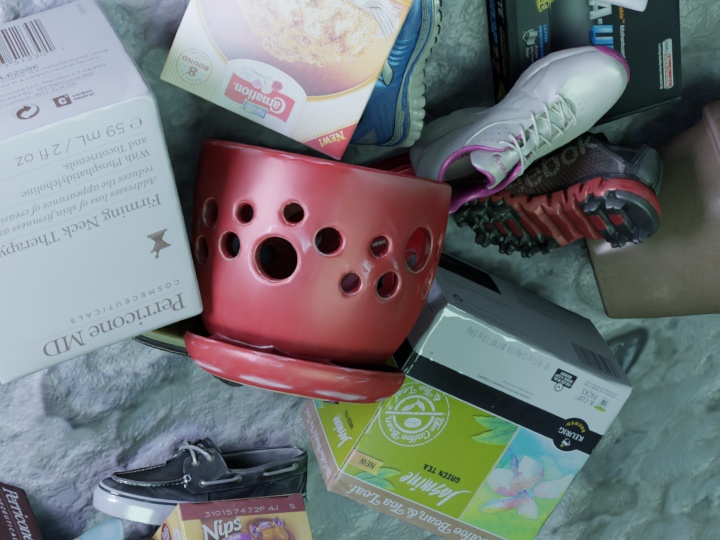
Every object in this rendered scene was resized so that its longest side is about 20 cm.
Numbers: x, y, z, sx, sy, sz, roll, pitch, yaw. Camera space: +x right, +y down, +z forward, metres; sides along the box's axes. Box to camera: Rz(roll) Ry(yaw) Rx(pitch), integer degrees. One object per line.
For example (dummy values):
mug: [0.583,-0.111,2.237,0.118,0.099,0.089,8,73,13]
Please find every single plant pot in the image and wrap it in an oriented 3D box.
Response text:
plant pot: [-0.042,0.001,1.624,0.199,0.200,0.184,11,91,-31]
plant pot: [0.281,-0.036,1.817,0.173,0.201,0.201,-16,128,5]

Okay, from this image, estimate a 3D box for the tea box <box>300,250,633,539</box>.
tea box: [0.087,0.113,1.793,0.199,0.134,0.198,23,110,-23]

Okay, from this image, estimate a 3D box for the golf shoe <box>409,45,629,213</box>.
golf shoe: [0.132,-0.108,1.690,0.199,0.092,0.075,-30,118,19]

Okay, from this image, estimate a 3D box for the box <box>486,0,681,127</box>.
box: [0.184,-0.214,1.729,0.158,0.046,0.201,-17,126,-14]

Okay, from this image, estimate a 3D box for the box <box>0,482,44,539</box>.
box: [-0.374,0.253,1.690,0.199,0.166,0.165,26,106,-36]

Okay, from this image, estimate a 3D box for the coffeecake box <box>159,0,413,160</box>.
coffeecake box: [-0.041,-0.209,1.570,0.153,0.073,0.201,23,111,-4]

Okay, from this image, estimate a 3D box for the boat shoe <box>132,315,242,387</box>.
boat shoe: [-0.103,0.066,1.750,0.198,0.073,0.065,11,127,-15]

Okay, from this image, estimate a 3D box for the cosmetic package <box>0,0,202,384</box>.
cosmetic package: [-0.232,-0.062,1.554,0.166,0.167,0.201,-20,128,-13]

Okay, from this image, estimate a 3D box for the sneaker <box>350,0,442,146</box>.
sneaker: [0.008,-0.181,1.647,0.088,0.079,0.201,-10,124,-22]

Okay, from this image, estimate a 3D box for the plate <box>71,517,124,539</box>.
plate: [-0.262,0.290,1.757,0.025,0.200,0.201,33,104,-15]

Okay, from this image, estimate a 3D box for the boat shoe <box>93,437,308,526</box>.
boat shoe: [-0.138,0.179,1.826,0.199,0.072,0.072,1,103,-30]

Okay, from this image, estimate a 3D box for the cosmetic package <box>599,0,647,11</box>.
cosmetic package: [0.189,-0.311,1.613,0.101,0.071,0.202,10,99,-20]

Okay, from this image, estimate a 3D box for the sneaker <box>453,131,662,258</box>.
sneaker: [0.171,-0.067,1.763,0.071,0.199,0.098,50,50,-36]

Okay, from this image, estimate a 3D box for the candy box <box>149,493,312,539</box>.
candy box: [-0.130,0.258,1.820,0.116,0.057,0.200,-2,152,-24]

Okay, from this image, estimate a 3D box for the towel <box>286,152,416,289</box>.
towel: [0.000,0.000,1.796,0.144,0.023,0.201,-18,127,-14]
